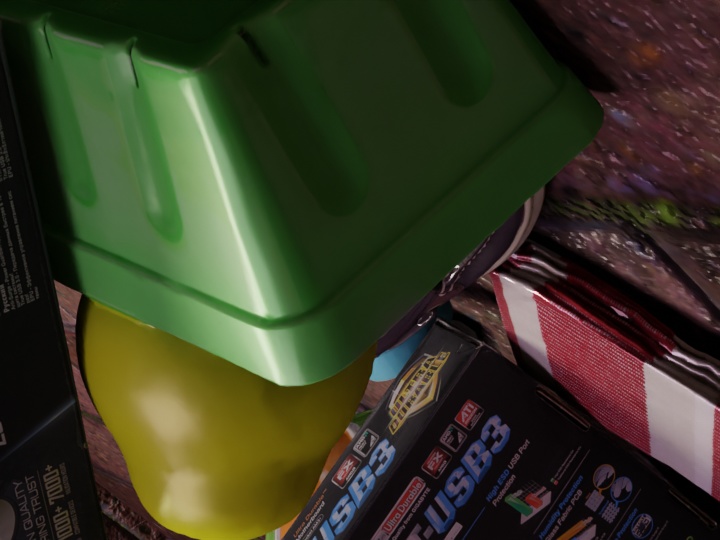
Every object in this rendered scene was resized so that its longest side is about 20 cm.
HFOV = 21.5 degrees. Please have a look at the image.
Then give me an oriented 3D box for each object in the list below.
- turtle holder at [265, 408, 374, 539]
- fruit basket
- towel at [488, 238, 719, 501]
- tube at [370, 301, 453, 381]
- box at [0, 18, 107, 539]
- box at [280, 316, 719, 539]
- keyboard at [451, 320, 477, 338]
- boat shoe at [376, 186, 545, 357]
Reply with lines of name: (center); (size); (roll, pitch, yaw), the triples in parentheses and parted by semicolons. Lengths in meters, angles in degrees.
turtle holder: (0.046, 0.147, 0.930); (0.186, 0.141, 0.132); (47, 164, -4)
fruit basket: (-0.035, -0.016, 0.604); (0.216, 0.156, 0.216); (38, 154, 22)
towel: (0.141, 0.064, 0.737); (0.200, 0.023, 0.144); (33, 168, 19)
tube: (-0.038, -0.035, 0.791); (0.077, 0.050, 0.200); (-10, 132, 44)
box: (-0.170, 0.001, 0.618); (0.164, 0.086, 0.200); (32, 137, 46)
box: (0.053, 0.155, 0.831); (0.198, 0.200, 0.050); (37, 175, -28)
keyboard: (0.045, 0.056, 0.956); (0.056, 0.011, 0.200); (30, 165, 21)
boat shoe: (0.000, 0.000, 0.699); (0.072, 0.065, 0.200); (42, 150, -8)
